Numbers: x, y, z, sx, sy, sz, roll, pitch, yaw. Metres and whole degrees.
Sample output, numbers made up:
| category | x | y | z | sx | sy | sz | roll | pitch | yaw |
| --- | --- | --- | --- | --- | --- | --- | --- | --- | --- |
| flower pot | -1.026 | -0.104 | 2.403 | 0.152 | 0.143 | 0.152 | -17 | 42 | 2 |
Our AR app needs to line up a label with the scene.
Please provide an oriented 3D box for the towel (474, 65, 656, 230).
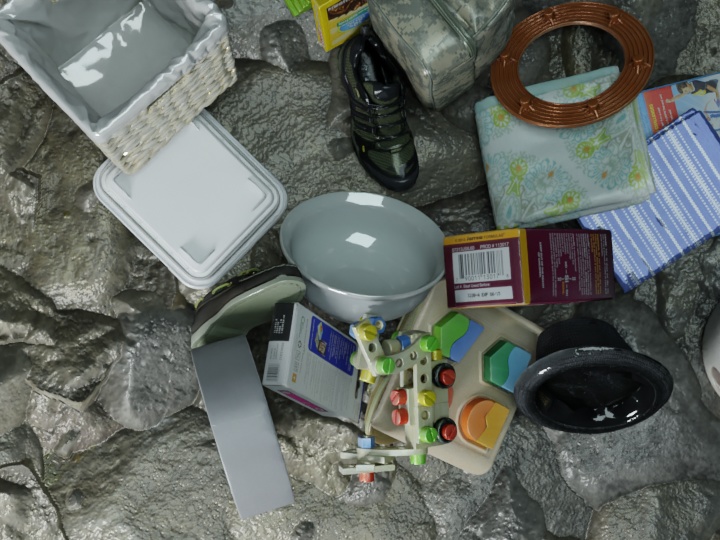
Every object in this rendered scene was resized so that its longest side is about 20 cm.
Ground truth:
| category | x | y | z | sx | sy | sz | roll | pitch | yaw |
| --- | --- | --- | --- | --- | --- | --- | --- | --- | --- |
| towel | 0.247 | -0.147 | 1.426 | 0.199 | 0.048 | 0.172 | -13 | 72 | 14 |

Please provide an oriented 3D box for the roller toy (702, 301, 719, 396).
| category | x | y | z | sx | sy | sz | roll | pitch | yaw |
| --- | --- | --- | --- | --- | --- | --- | --- | --- | --- |
| roller toy | 0.527 | 0.102 | 1.442 | 0.181 | 0.140 | 0.201 | 3 | 87 | -6 |

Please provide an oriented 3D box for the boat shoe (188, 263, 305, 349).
| category | x | y | z | sx | sy | sz | roll | pitch | yaw |
| --- | --- | --- | --- | --- | --- | --- | --- | --- | --- |
| boat shoe | -0.134 | 0.032 | 1.349 | 0.071 | 0.201 | 0.061 | 16 | 56 | -36 |

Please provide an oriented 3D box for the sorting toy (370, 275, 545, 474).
| category | x | y | z | sx | sy | sz | roll | pitch | yaw |
| --- | --- | --- | --- | --- | --- | --- | --- | --- | --- |
| sorting toy | 0.126 | 0.131 | 1.413 | 0.185 | 0.036 | 0.201 | 28 | 86 | -28 |

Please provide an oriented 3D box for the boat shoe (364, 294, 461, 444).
| category | x | y | z | sx | sy | sz | roll | pitch | yaw |
| --- | --- | --- | --- | --- | --- | --- | --- | --- | --- |
| boat shoe | 0.055 | 0.114 | 1.433 | 0.073 | 0.063 | 0.201 | 21 | 92 | -29 |

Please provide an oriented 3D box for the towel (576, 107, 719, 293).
| category | x | y | z | sx | sy | sz | roll | pitch | yaw |
| --- | --- | --- | --- | --- | --- | --- | --- | --- | --- |
| towel | 0.367 | -0.087 | 1.435 | 0.200 | 0.024 | 0.145 | -34 | 89 | 6 |

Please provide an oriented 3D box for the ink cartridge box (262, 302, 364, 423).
| category | x | y | z | sx | sy | sz | roll | pitch | yaw |
| --- | --- | --- | --- | --- | --- | --- | --- | --- | --- |
| ink cartridge box | -0.048 | 0.111 | 1.358 | 0.037 | 0.200 | 0.095 | -1 | 71 | 27 |

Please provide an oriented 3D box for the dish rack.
| category | x | y | z | sx | sy | sz | roll | pitch | yaw |
| --- | --- | --- | --- | --- | --- | --- | --- | --- | --- |
| dish rack | -0.205 | -0.097 | 1.415 | 0.200 | 0.044 | 0.172 | 44 | 84 | -2 |

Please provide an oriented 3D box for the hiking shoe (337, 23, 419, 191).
| category | x | y | z | sx | sy | sz | roll | pitch | yaw |
| --- | --- | --- | --- | --- | --- | --- | --- | --- | --- |
| hiking shoe | 0.021 | -0.192 | 1.417 | 0.075 | 0.101 | 0.201 | -20 | 90 | -7 |

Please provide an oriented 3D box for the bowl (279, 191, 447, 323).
| category | x | y | z | sx | sy | sz | roll | pitch | yaw |
| --- | --- | --- | --- | --- | --- | --- | --- | --- | --- |
| bowl | 0.000 | 0.000 | 1.388 | 0.200 | 0.202 | 0.091 | 5 | 128 | -6 |

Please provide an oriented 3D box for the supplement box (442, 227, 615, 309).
| category | x | y | z | sx | sy | sz | roll | pitch | yaw |
| --- | --- | --- | --- | --- | --- | --- | --- | --- | --- |
| supplement box | 0.200 | -0.002 | 1.373 | 0.199 | 0.110 | 0.086 | -1 | 87 | -48 |

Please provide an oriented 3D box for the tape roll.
| category | x | y | z | sx | sy | sz | roll | pitch | yaw |
| --- | --- | --- | --- | --- | --- | --- | --- | --- | --- |
| tape roll | -0.133 | 0.176 | 1.331 | 0.066 | 0.200 | 0.201 | -17 | 89 | -8 |

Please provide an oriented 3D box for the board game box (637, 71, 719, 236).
| category | x | y | z | sx | sy | sz | roll | pitch | yaw |
| --- | --- | --- | --- | --- | --- | --- | --- | --- | --- |
| board game box | 0.429 | -0.141 | 1.484 | 0.195 | 0.056 | 0.201 | -14 | 89 | -7 |

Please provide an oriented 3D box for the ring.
| category | x | y | z | sx | sy | sz | roll | pitch | yaw |
| --- | --- | --- | --- | --- | --- | --- | --- | --- | --- |
| ring | 0.256 | -0.256 | 1.430 | 0.199 | 0.019 | 0.201 | -8 | 55 | 12 |

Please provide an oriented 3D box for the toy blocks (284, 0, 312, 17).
| category | x | y | z | sx | sy | sz | roll | pitch | yaw |
| --- | --- | --- | --- | --- | --- | --- | --- | --- | --- |
| toy blocks | -0.004 | -0.392 | 1.402 | 0.199 | 0.137 | 0.100 | -30 | 87 | -8 |

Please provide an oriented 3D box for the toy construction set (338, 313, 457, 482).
| category | x | y | z | sx | sy | sz | roll | pitch | yaw |
| --- | --- | --- | --- | --- | --- | --- | --- | --- | --- |
| toy construction set | 0.039 | 0.146 | 1.315 | 0.131 | 0.092 | 0.201 | -4 | 108 | -32 |

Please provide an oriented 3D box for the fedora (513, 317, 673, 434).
| category | x | y | z | sx | sy | sz | roll | pitch | yaw |
| --- | --- | --- | --- | --- | --- | --- | --- | --- | --- |
| fedora | 0.277 | 0.117 | 1.421 | 0.199 | 0.201 | 0.092 | 1 | 53 | -7 |

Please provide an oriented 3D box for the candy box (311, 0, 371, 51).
| category | x | y | z | sx | sy | sz | roll | pitch | yaw |
| --- | --- | --- | --- | --- | --- | --- | --- | --- | --- |
| candy box | 0.035 | -0.345 | 1.425 | 0.199 | 0.102 | 0.026 | -30 | 73 | -7 |

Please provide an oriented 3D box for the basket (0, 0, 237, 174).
| category | x | y | z | sx | sy | sz | roll | pitch | yaw |
| --- | --- | --- | --- | --- | --- | --- | --- | --- | --- |
| basket | -0.269 | -0.250 | 1.335 | 0.198 | 0.161 | 0.200 | -43 | 76 | -7 |

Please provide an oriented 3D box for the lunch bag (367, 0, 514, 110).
| category | x | y | z | sx | sy | sz | roll | pitch | yaw |
| --- | --- | --- | --- | --- | --- | --- | --- | --- | --- |
| lunch bag | 0.110 | -0.298 | 1.383 | 0.167 | 0.200 | 0.140 | -35 | 82 | 0 |
